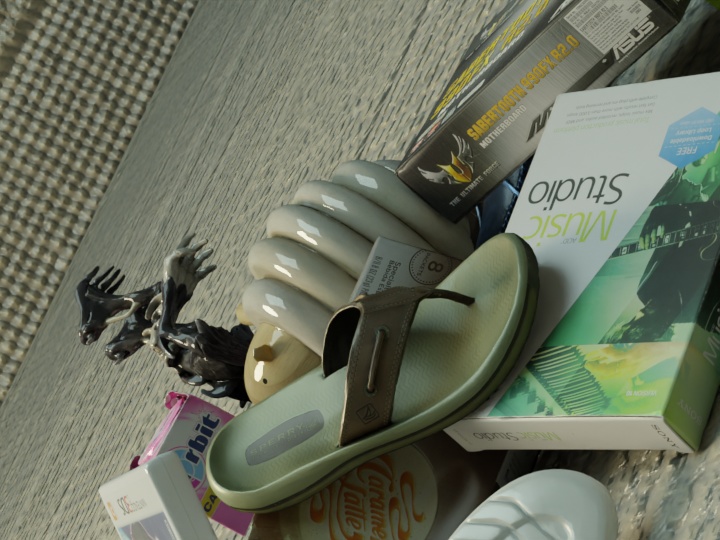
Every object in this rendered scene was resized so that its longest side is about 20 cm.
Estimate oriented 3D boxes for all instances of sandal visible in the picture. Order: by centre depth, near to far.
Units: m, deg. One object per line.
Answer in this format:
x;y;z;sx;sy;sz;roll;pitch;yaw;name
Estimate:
0.059;0.185;1.052;0.203;0.082;0.050;-64;-30;-6;sandal
0.002;0.049;1.117;0.201;0.057;0.080;-35;38;11;sandal

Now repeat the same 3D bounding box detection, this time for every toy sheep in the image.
0.000;0.000;1.334;0.200;0.138;0.138;-57;12;-10;toy sheep

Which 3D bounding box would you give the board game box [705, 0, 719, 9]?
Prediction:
0.246;-0.184;1.130;0.102;0.048;0.200;-63;13;-10;board game box

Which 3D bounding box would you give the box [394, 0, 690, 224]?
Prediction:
0.116;-0.134;1.279;0.200;0.048;0.158;-42;12;40;box

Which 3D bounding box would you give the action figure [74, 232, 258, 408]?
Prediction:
-0.102;0.034;1.546;0.200;0.119;0.102;13;71;42;action figure

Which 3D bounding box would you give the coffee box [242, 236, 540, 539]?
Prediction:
0.027;0.097;1.187;0.080;0.114;0.200;69;-138;-62;coffee box

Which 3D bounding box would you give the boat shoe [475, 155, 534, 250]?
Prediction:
0.095;-0.073;1.423;0.084;0.069;0.200;-45;21;51;boat shoe

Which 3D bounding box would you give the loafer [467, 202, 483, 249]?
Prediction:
0.039;0.018;1.435;0.073;0.071;0.200;-52;16;34;loafer

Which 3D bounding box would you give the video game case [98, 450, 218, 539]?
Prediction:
-0.085;0.201;1.283;0.023;0.200;0.182;-25;-2;-17;video game case

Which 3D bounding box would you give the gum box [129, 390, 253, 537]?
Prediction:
-0.087;0.134;1.535;0.066;0.113;0.200;-62;6;-6;gum box

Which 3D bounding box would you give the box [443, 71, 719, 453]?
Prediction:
0.128;-0.005;1.115;0.144;0.036;0.200;-5;55;45;box
